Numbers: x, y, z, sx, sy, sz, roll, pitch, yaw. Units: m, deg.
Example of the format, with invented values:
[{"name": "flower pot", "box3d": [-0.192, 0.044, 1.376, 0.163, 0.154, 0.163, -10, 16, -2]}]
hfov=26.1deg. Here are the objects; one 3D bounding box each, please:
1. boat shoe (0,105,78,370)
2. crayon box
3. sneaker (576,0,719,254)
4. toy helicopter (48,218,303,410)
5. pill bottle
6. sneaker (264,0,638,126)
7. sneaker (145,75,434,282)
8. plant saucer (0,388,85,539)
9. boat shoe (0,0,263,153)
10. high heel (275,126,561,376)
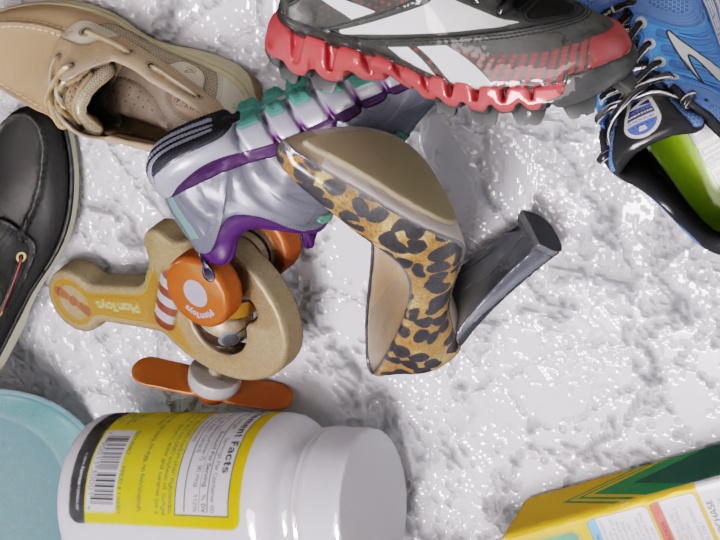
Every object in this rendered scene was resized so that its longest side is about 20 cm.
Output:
[{"name": "boat shoe", "box3d": [-0.240, -0.013, 1.002, 0.073, 0.063, 0.203, 30, 106, 20]}, {"name": "crayon box", "box3d": [0.171, 0.181, 0.904, 0.199, 0.052, 0.126, -21, 100, 30]}, {"name": "sneaker", "box3d": [0.150, -0.095, 0.778, 0.078, 0.089, 0.201, -37, 86, 32]}, {"name": "toy helicopter", "box3d": [-0.118, 0.029, 0.983, 0.199, 0.079, 0.133, 4, 121, 36]}, {"name": "pill bottle", "box3d": [-0.080, 0.146, 0.975, 0.198, 0.114, 0.115, -2, 109, 27]}, {"name": "sneaker", "box3d": [0.039, -0.131, 0.752, 0.199, 0.071, 0.099, 15, 124, 27]}, {"name": "sneaker", "box3d": [-0.015, -0.067, 0.865, 0.199, 0.075, 0.088, -22, 111, 7]}, {"name": "plant saucer", "box3d": [-0.263, 0.173, 1.052, 0.036, 0.199, 0.202, 22, 125, 56]}, {"name": "boat shoe", "box3d": [-0.158, -0.115, 0.934, 0.198, 0.064, 0.072, 15, 116, 20]}, {"name": "high heel", "box3d": [0.000, 0.000, 0.848, 0.142, 0.199, 0.072, -42, 46, 28]}]
